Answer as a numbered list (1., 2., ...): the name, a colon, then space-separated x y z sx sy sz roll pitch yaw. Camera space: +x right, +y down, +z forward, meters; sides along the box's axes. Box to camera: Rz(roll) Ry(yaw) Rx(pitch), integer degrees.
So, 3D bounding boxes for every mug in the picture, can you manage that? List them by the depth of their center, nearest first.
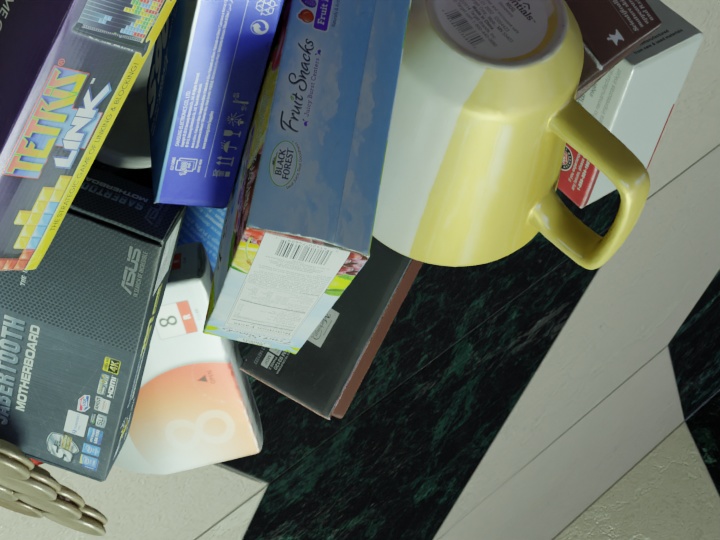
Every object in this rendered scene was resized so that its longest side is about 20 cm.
1. mug: 0.083 -0.102 0.694 0.154 0.184 0.151 104 -2 -59

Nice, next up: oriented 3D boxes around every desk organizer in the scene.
1. desk organizer: 0.000 0.000 0.801 0.202 0.071 0.077 -62 170 -6

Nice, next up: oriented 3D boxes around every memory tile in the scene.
1. memory tile: -0.264 0.134 0.777 0.201 0.151 0.017 76 29 -63

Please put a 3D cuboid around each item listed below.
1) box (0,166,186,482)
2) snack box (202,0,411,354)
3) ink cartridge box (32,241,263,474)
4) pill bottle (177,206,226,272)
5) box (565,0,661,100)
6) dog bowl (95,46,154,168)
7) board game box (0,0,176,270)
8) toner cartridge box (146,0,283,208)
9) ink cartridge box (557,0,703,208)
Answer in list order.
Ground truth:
1. box: -0.203 0.022 0.689 0.051 0.156 0.202 -72 -177 -57
2. snack box: -0.033 -0.061 0.632 0.200 0.067 0.171 124 -23 -68
3. ink cartridge box: -0.180 0.076 0.773 0.197 0.050 0.164 -15 127 -2
4. pill bottle: -0.109 -0.021 0.823 0.201 0.112 0.112 -51 154 9
5. box: 0.112 -0.152 0.815 0.075 0.101 0.200 -35 177 -26
6. dog bowl: -0.119 -0.149 0.690 0.199 0.059 0.201 -35 151 -23
7. board game box: -0.170 -0.129 0.520 0.056 0.165 0.201 2 125 -55
8. toner cartridge box: -0.073 -0.135 0.580 0.043 0.096 0.201 2 138 -19
9. ink cartridge box: 0.152 -0.174 0.906 0.083 0.200 0.145 -26 148 -28
